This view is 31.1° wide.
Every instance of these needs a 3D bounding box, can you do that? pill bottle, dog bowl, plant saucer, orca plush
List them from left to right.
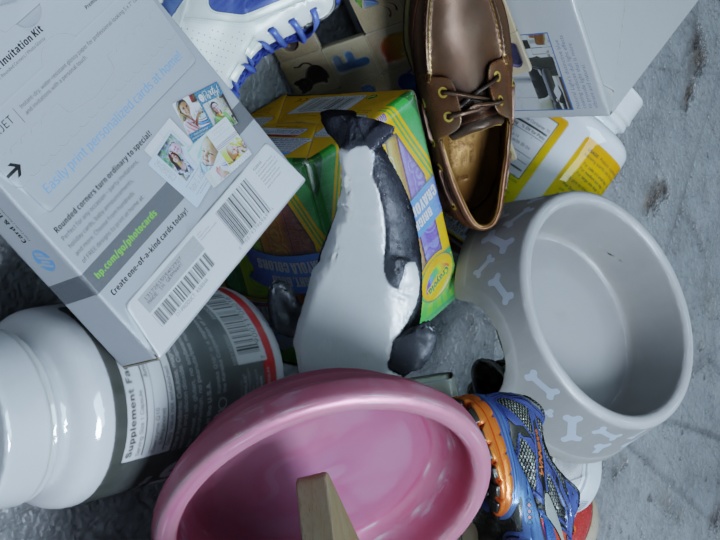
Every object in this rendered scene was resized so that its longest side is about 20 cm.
[{"bbox_3d":[-0.150,0.073,0.750,0.200,0.114,0.114,-8,101,-50],"label":"pill bottle"},{"bbox_3d":[-0.025,0.126,0.757,0.200,0.051,0.201,-12,136,-12],"label":"plant saucer"},{"bbox_3d":[0.000,0.000,0.792,0.071,0.105,0.200,-34,117,-65],"label":"orca plush"},{"bbox_3d":[0.137,-0.075,1.038,0.200,0.109,0.109,-54,138,2],"label":"pill bottle"},{"bbox_3d":[0.160,0.034,0.926,0.200,0.059,0.200,17,62,-33],"label":"dog bowl"}]

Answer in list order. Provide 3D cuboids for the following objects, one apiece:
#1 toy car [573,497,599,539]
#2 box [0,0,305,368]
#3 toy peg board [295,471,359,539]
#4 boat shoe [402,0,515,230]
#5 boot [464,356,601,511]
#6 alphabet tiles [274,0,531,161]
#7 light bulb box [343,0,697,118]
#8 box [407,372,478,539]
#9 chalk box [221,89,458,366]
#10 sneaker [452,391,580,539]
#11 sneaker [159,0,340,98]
[{"bbox_3d":[0.066,0.167,1.001,0.200,0.177,0.184,42,52,-31],"label":"toy car"},{"bbox_3d":[-0.138,-0.072,0.692,0.200,0.041,0.156,51,51,-21],"label":"box"},{"bbox_3d":[-0.028,0.253,0.702,0.200,0.098,0.199,-99,172,-45],"label":"toy peg board"},{"bbox_3d":[0.074,-0.117,0.866,0.072,0.068,0.200,-13,125,-8],"label":"boat shoe"},{"bbox_3d":[0.125,0.079,0.966,0.096,0.074,0.200,31,40,-30],"label":"boot"},{"bbox_3d":[0.031,-0.144,0.910,0.008,0.167,0.200,-81,150,-51],"label":"alphabet tiles"},{"bbox_3d":[0.128,-0.216,0.986,0.198,0.200,0.125,-49,128,-36],"label":"light bulb box"},{"bbox_3d":[0.020,0.178,0.893,0.109,0.128,0.200,22,58,-84],"label":"box"},{"bbox_3d":[-0.021,-0.009,0.890,0.124,0.124,0.200,-37,121,-43],"label":"chalk box"},{"bbox_3d":[0.111,0.167,0.816,0.078,0.075,0.200,-17,93,-36],"label":"sneaker"},{"bbox_3d":[-0.073,-0.149,0.803,0.115,0.081,0.199,9,87,-13],"label":"sneaker"}]
